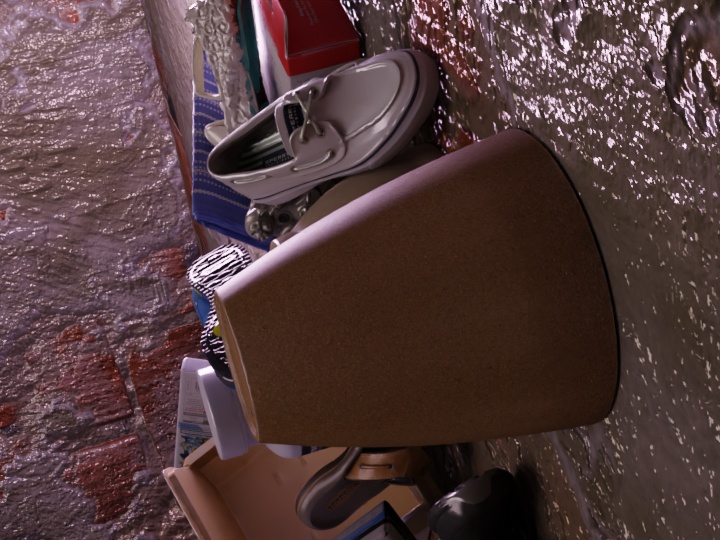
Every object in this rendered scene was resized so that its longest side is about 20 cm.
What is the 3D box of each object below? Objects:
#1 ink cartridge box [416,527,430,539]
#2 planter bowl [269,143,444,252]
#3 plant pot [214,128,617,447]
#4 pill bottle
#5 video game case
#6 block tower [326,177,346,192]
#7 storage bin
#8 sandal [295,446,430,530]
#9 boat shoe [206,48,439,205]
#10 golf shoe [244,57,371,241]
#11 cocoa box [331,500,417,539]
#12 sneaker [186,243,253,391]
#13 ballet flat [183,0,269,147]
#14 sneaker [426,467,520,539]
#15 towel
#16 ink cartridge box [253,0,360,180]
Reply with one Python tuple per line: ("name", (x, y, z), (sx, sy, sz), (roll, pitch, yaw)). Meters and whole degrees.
("ink cartridge box", (0.036, 0.255, 1.372), (0.200, 0.044, 0.094), (96, 154, -60))
("planter bowl", (0.011, 0.019, 0.959), (0.200, 0.135, 0.200), (164, 90, -79))
("plant pot", (0.021, 0.031, 0.764), (0.186, 0.200, 0.187), (164, 90, -80))
("pill bottle", (-0.035, 0.098, 1.111), (0.112, 0.200, 0.112), (165, 90, -79))
("video game case", (-0.093, 0.171, 1.347), (0.022, 0.200, 0.182), (-88, 6, -47))
("block tower", (0.000, 0.000, 1.184), (0.058, 0.054, 0.200), (-121, 20, -51))
("storage bin", (-0.053, 0.204, 1.212), (0.199, 0.200, 0.094), (54, -171, 24))
("sandal", (0.018, 0.164, 1.078), (0.200, 0.082, 0.055), (-47, 44, 23))
("boat shoe", (-0.032, -0.099, 0.922), (0.200, 0.067, 0.074), (-32, 61, 38))
("golf shoe", (-0.035, -0.111, 1.047), (0.200, 0.078, 0.097), (-50, 25, 36))
("cocoa box", (0.031, 0.316, 1.060), (0.200, 0.133, 0.131), (53, -179, -2))
("sneaker", (-0.082, 0.050, 0.963), (0.078, 0.066, 0.200), (66, 176, -26))
("ballet flat", (-0.112, -0.151, 1.140), (0.072, 0.072, 0.200), (-142, 40, -71))
("sneaker", (0.102, 0.216, 0.978), (0.079, 0.075, 0.200), (56, 169, 31))
("towel", (-0.099, -0.105, 1.203), (0.024, 0.145, 0.200), (-35, 47, 38))
("ink cartridge box", (-0.046, -0.184, 1.124), (0.200, 0.067, 0.116), (88, 163, -50))
